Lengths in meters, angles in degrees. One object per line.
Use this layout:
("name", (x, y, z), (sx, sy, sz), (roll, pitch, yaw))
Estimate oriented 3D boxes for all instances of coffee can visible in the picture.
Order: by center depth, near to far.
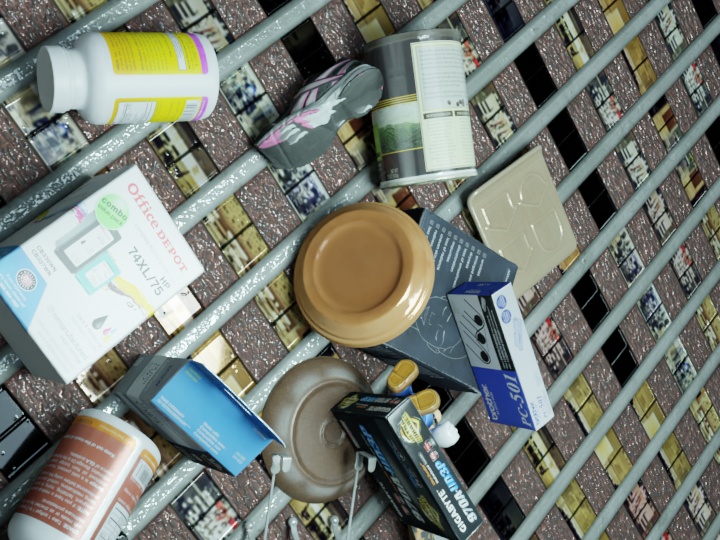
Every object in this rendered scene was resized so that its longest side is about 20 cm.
("coffee can", (0.085, -0.227, 1.292), (0.144, 0.145, 0.205), (-10, 94, -34))

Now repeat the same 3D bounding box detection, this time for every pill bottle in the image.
("pill bottle", (-0.317, 0.267, 1.004), (0.112, 0.111, 0.202), (44, 56, -25))
("pill bottle", (-0.274, -0.228, 1.072), (0.197, 0.103, 0.107), (-9, 93, -34))

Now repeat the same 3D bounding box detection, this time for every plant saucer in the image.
("plant saucer", (0.000, 0.000, 1.208), (0.037, 0.196, 0.204), (49, 57, -65))
("plant saucer", (-0.045, 0.223, 1.255), (0.197, 0.036, 0.205), (1, 89, -34))

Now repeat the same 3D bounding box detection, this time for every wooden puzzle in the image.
("wooden puzzle", (0.258, -0.075, 1.469), (0.184, 0.046, 0.203), (-34, 112, -30))

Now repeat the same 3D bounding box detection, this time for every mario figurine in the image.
("mario figurine", (0.085, 0.195, 1.268), (0.104, 0.201, 0.126), (2, 58, 4))

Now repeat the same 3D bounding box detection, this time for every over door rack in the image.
("over door rack", (-0.073, 0.325, 1.202), (0.145, 0.066, 0.204), (6, 106, -33))

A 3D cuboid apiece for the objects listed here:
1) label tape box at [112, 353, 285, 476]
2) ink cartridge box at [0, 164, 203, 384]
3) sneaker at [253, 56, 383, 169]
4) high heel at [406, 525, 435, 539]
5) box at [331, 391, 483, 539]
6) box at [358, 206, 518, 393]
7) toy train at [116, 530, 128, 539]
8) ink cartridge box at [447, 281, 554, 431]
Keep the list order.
("label tape box", (-0.192, 0.170, 1.057), (0.144, 0.199, 0.066), (48, 66, -23))
("ink cartridge box", (-0.311, 0.002, 1.013), (0.200, 0.145, 0.148), (-42, 111, -28))
("sneaker", (-0.064, -0.219, 1.239), (0.198, 0.086, 0.081), (-35, 136, -11))
("high heel", (0.057, 0.384, 1.313), (0.141, 0.071, 0.202), (34, 76, -12))
("box", (0.060, 0.256, 1.198), (0.046, 0.158, 0.202), (-36, 103, -25))
("box", (0.100, 0.045, 1.306), (0.195, 0.123, 0.203), (28, 74, -29))
("toy train", (-0.354, 0.357, 1.032), (0.198, 0.045, 0.035), (-25, 102, -32))
("ink cartridge box", (0.192, 0.116, 1.241), (0.044, 0.093, 0.203), (-29, 105, -31))
